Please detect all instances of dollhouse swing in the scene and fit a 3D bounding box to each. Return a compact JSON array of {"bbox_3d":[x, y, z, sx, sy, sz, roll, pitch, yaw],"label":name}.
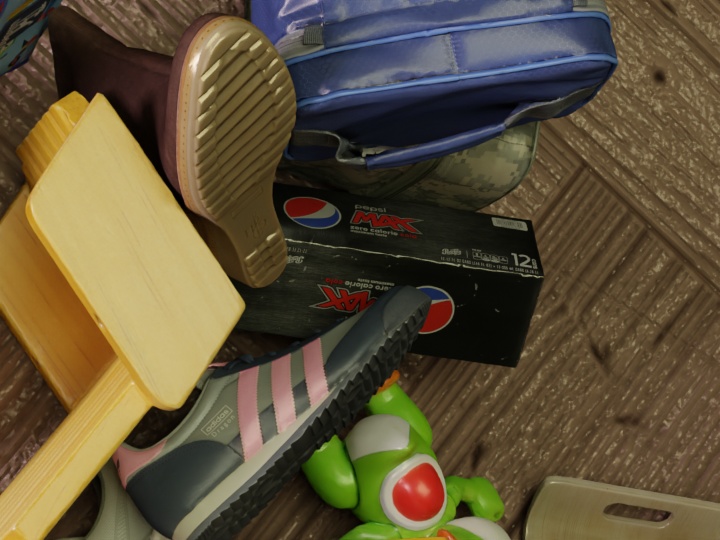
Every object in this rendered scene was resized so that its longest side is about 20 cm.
[{"bbox_3d":[-0.178,0.039,1.080,0.176,0.200,0.182,-35,94,-19],"label":"dollhouse swing"}]

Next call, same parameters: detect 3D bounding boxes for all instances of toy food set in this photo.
[{"bbox_3d":[0.179,0.224,1.232,0.143,0.060,0.200,12,53,-21],"label":"toy food set"}]

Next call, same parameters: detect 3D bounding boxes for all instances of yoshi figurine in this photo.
[{"bbox_3d":[0.030,0.147,1.215,0.200,0.112,0.112,53,25,10],"label":"yoshi figurine"}]

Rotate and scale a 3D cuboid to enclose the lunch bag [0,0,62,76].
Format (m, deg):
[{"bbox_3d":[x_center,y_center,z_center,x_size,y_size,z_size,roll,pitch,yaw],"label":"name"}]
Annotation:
[{"bbox_3d":[-0.216,-0.136,1.059,0.200,0.151,0.094,-31,78,-39],"label":"lunch bag"}]

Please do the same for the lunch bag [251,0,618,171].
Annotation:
[{"bbox_3d":[0.030,-0.125,1.084,0.200,0.136,0.132,-11,79,-4],"label":"lunch bag"}]

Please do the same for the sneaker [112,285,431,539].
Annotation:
[{"bbox_3d":[-0.049,0.063,1.132,0.082,0.070,0.200,41,68,17],"label":"sneaker"}]

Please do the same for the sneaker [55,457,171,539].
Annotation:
[{"bbox_3d":[-0.141,0.195,1.141,0.079,0.074,0.200,17,68,-9],"label":"sneaker"}]

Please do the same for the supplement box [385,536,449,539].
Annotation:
[{"bbox_3d":[0.049,0.242,1.075,0.200,0.110,0.109,46,57,-23],"label":"supplement box"}]

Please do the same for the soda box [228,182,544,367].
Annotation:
[{"bbox_3d":[0.000,0.000,1.198,0.200,0.071,0.063,9,33,-9],"label":"soda box"}]

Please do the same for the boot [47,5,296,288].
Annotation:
[{"bbox_3d":[-0.110,-0.088,1.062,0.072,0.200,0.166,-39,62,-23],"label":"boot"}]

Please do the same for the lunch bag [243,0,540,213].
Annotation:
[{"bbox_3d":[0.011,-0.143,1.219,0.168,0.139,0.200,13,76,-21],"label":"lunch bag"}]
